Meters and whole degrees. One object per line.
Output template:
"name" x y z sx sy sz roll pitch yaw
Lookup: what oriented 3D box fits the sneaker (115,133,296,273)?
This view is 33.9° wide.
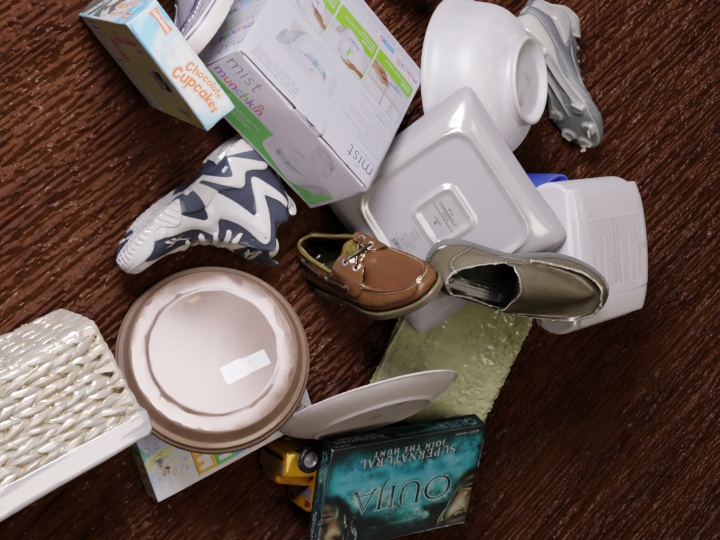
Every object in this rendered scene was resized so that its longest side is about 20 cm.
"sneaker" -0.145 -0.035 1.210 0.199 0.079 0.130 -48 110 -29

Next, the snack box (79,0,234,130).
"snack box" -0.191 -0.196 1.088 0.037 0.200 0.117 -42 117 -9

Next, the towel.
"towel" 0.100 0.096 1.343 0.147 0.037 0.202 21 108 -1

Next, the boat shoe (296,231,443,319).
"boat shoe" 0.000 0.000 1.235 0.072 0.199 0.068 -51 122 -26

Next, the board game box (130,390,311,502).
"board game box" -0.155 0.137 1.255 0.199 0.034 0.136 -26 110 -27

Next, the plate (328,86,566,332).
"plate" 0.089 -0.059 1.267 0.199 0.032 0.200 -33 99 12

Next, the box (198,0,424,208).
"box" -0.050 -0.199 1.207 0.200 0.096 0.177 45 53 -29

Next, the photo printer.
"photo printer" 0.269 -0.023 1.364 0.199 0.069 0.168 -11 98 -51

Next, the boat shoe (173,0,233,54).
"boat shoe" -0.170 -0.286 1.127 0.092 0.075 0.201 35 36 -25

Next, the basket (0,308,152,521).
"basket" -0.318 0.133 1.093 0.199 0.135 0.124 -29 109 -26

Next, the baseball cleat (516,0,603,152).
"baseball cleat" 0.255 -0.246 1.442 0.200 0.069 0.107 52 59 -33

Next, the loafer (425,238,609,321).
"loafer" 0.165 0.021 1.233 0.198 0.070 0.076 8 114 -6

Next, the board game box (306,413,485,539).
"board game box" 0.040 0.235 1.309 0.198 0.028 0.137 -5 117 -29

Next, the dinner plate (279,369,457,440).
"dinner plate" 0.011 0.148 1.253 0.198 0.200 0.024 -9 71 -31

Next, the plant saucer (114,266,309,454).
"plant saucer" -0.147 0.084 1.190 0.198 0.030 0.202 5 65 -10

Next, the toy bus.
"toy bus" -0.016 0.225 1.337 0.198 0.065 0.079 2 98 -32

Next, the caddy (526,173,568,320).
"caddy" 0.184 -0.030 1.402 0.201 0.104 0.142 -55 129 -33

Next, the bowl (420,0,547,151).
"bowl" 0.151 -0.210 1.321 0.200 0.090 0.204 -3 94 -59
